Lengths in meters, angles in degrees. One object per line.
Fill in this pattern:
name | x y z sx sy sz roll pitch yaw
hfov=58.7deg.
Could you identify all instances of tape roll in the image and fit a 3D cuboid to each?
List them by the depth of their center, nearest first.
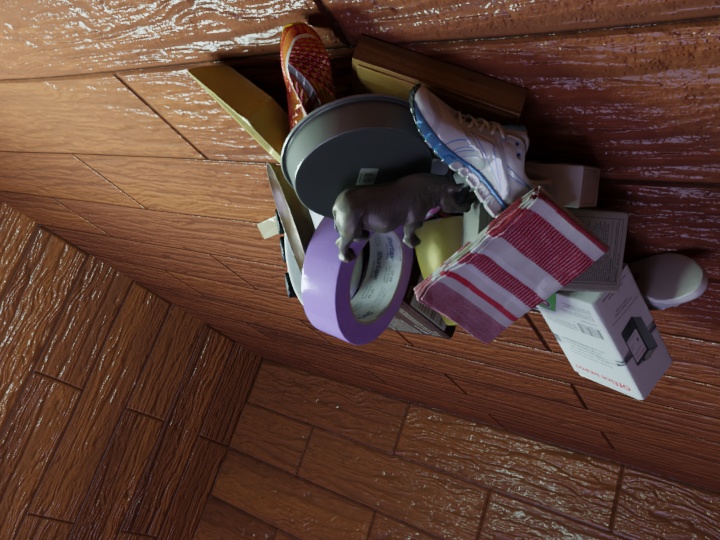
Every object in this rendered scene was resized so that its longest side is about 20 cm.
tape roll | 0.000 0.000 0.931 0.064 0.204 0.200 17 164 33

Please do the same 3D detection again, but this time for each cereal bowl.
cereal bowl | -0.052 -0.034 1.062 0.081 0.207 0.198 -9 179 -29

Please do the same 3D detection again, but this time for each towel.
towel | 0.177 0.004 0.758 0.142 0.023 0.199 29 124 -29

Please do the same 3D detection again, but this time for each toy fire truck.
toy fire truck | -0.128 -0.048 1.240 0.124 0.182 0.200 -10 -169 -9

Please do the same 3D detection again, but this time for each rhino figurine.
rhino figurine | 0.057 -0.077 0.772 0.194 0.061 0.089 -14 133 2

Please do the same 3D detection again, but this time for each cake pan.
cake pan | 0.002 -0.126 0.774 0.193 0.038 0.202 -9 150 -5

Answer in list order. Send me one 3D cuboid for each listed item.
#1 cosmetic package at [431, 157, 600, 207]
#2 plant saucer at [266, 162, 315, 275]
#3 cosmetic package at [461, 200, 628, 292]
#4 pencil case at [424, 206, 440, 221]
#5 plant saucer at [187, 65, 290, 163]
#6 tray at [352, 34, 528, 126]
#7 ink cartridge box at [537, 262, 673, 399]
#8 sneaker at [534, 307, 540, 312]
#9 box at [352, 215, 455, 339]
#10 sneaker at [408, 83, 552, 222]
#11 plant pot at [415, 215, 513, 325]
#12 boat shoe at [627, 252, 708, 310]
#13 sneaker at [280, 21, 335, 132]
cosmetic package | 0.189 -0.112 0.801 0.195 0.052 0.082 10 -171 34
plant saucer | -0.094 -0.067 0.960 0.031 0.205 0.201 -20 167 -11
cosmetic package | 0.231 -0.032 0.820 0.193 0.107 0.073 4 -172 -6
pencil case | 0.035 -0.148 0.879 0.197 0.084 0.086 32 126 -28
plant saucer | -0.125 -0.197 0.883 0.199 0.049 0.200 43 180 42
tray | 0.085 -0.198 0.745 0.194 0.038 0.099 19 163 6
ink cartridge box | 0.355 0.078 0.959 0.202 0.084 0.145 54 166 -25
sneaker | 0.280 0.019 1.082 0.196 0.076 0.088 6 160 39
box | 0.069 0.005 1.141 0.196 0.168 0.165 4 157 44
sneaker | 0.135 -0.142 0.704 0.199 0.076 0.086 40 120 -21
plant pot | 0.173 0.007 0.942 0.193 0.147 0.200 -1 174 0
boat shoe | 0.430 0.028 0.933 0.067 0.074 0.199 23 163 -16
sneaker | -0.056 -0.196 0.775 0.071 0.078 0.204 -8 131 -10
